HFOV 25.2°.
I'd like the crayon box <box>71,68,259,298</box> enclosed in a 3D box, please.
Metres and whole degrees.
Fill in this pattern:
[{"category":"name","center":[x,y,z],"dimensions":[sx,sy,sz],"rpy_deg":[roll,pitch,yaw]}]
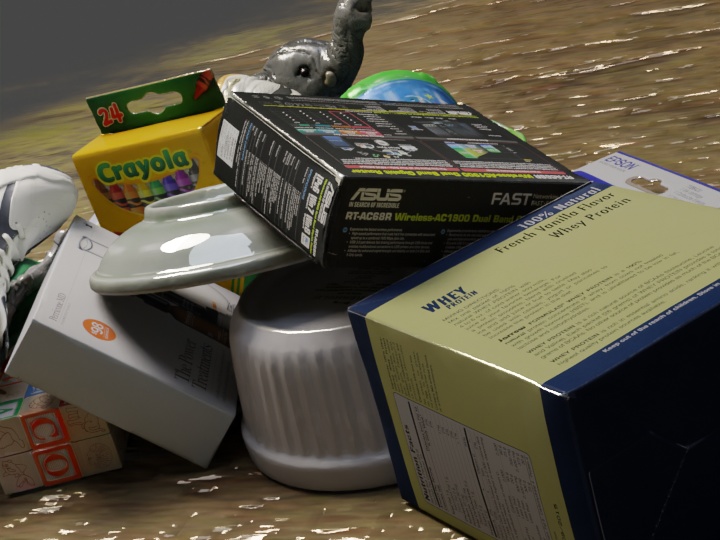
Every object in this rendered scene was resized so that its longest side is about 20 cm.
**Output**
[{"category":"crayon box","center":[-0.142,-0.048,1.268],"dimensions":[0.127,0.200,0.051],"rpy_deg":[-10,22,28]}]

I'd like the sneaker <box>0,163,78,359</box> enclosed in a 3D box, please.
[{"category":"sneaker","center":[-0.262,0.008,1.147],"dimensions":[0.199,0.080,0.130],"rpy_deg":[-27,54,-34]}]

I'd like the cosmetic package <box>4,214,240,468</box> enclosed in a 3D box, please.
[{"category":"cosmetic package","center":[-0.160,0.045,1.150],"dimensions":[0.151,0.052,0.200],"rpy_deg":[25,19,-11]}]

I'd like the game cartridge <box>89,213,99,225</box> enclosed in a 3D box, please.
[{"category":"game cartridge","center":[-0.193,-0.049,1.543],"dimensions":[0.133,0.041,0.200],"rpy_deg":[-14,21,16]}]

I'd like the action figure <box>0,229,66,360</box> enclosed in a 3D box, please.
[{"category":"action figure","center":[-0.287,0.030,1.220],"dimensions":[0.118,0.055,0.200],"rpy_deg":[10,34,13]}]

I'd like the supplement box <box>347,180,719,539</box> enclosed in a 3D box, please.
[{"category":"supplement box","center":[0.138,0.059,0.915],"dimensions":[0.200,0.134,0.200],"rpy_deg":[-27,24,-26]}]

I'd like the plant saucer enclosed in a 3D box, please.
[{"category":"plant saucer","center":[-0.092,-0.031,1.107],"dimensions":[0.200,0.050,0.200],"rpy_deg":[-12,8,2]}]

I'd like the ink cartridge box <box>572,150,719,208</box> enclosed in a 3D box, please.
[{"category":"ink cartridge box","center":[0.159,-0.023,1.230],"dimensions":[0.200,0.047,0.198],"rpy_deg":[-19,20,-13]}]

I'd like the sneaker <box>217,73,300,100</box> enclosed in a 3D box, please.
[{"category":"sneaker","center":[-0.096,-0.071,1.371],"dimensions":[0.088,0.200,0.076],"rpy_deg":[10,-12,7]}]

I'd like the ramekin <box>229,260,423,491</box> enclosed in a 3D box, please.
[{"category":"ramekin","center":[0.007,0.050,1.070],"dimensions":[0.200,0.105,0.200],"rpy_deg":[-14,21,6]}]

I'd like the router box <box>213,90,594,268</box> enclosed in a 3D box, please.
[{"category":"router box","center":[0.027,-0.059,1.041],"dimensions":[0.200,0.062,0.150],"rpy_deg":[-1,25,-33]}]

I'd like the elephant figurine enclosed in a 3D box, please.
[{"category":"elephant figurine","center":[-0.055,-0.151,1.469],"dimensions":[0.155,0.200,0.142],"rpy_deg":[-19,22,-9]}]

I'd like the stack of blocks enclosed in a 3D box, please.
[{"category":"stack of blocks","center":[-0.230,0.088,1.198],"dimensions":[0.115,0.059,0.200],"rpy_deg":[-14,22,3]}]

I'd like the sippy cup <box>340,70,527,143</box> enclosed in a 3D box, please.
[{"category":"sippy cup","center":[0.047,-0.083,1.352],"dimensions":[0.178,0.140,0.130],"rpy_deg":[-42,33,3]}]
